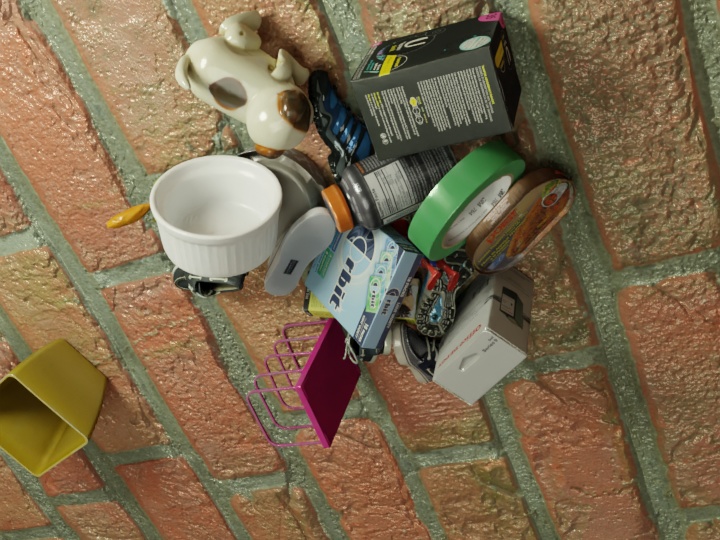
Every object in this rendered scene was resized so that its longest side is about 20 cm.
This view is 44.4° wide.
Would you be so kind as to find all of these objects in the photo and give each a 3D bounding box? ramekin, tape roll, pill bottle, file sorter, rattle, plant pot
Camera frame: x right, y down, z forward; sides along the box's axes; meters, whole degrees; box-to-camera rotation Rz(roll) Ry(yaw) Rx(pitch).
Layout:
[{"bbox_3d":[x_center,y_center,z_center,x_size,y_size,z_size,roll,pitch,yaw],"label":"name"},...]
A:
[{"bbox_3d":[-0.219,-0.081,1.363,0.199,0.201,0.098,12,133,8],"label":"ramekin"},{"bbox_3d":[0.158,-0.102,1.305,0.048,0.200,0.201,46,127,16],"label":"tape roll"},{"bbox_3d":[0.044,-0.128,1.330,0.199,0.106,0.107,-24,117,-4],"label":"pill bottle"},{"bbox_3d":[-0.103,0.201,1.584,0.125,0.200,0.139,-9,120,24],"label":"file sorter"},{"bbox_3d":[-0.305,-0.052,1.501,0.130,0.143,0.200,4,135,38],"label":"rattle"},{"bbox_3d":[-0.634,0.260,1.787,0.200,0.177,0.200,-34,108,31],"label":"plant pot"}]

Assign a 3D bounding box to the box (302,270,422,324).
[{"bbox_3d":[0.004,0.047,1.521,0.199,0.076,0.050,3,165,14],"label":"box"}]

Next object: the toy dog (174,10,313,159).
[{"bbox_3d":[-0.150,-0.261,1.277,0.200,0.194,0.140,45,117,12],"label":"toy dog"}]

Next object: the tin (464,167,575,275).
[{"bbox_3d":[0.242,-0.075,1.354,0.112,0.042,0.200,14,125,-48],"label":"tin"}]

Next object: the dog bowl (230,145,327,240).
[{"bbox_3d":[-0.144,-0.120,1.466,0.199,0.059,0.201,7,124,10],"label":"dog bowl"}]

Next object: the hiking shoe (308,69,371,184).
[{"bbox_3d":[-0.023,-0.222,1.370,0.086,0.074,0.201,-20,115,-3],"label":"hiking shoe"}]

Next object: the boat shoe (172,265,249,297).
[{"bbox_3d":[-0.272,0.016,1.558,0.075,0.061,0.200,22,155,-35],"label":"boat shoe"}]

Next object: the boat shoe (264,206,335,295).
[{"bbox_3d":[-0.106,-0.043,1.429,0.073,0.066,0.200,19,132,-28],"label":"boat shoe"}]

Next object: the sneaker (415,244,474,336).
[{"bbox_3d":[0.135,0.004,1.457,0.078,0.090,0.201,19,105,-10],"label":"sneaker"}]

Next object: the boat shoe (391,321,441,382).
[{"bbox_3d":[0.121,0.136,1.522,0.092,0.075,0.200,-11,154,16],"label":"boat shoe"}]

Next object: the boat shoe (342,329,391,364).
[{"bbox_3d":[0.006,0.124,1.522,0.061,0.200,0.075,3,86,-10],"label":"boat shoe"}]

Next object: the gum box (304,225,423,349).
[{"bbox_3d":[0.000,0.000,1.404,0.044,0.200,0.171,9,114,-38],"label":"gum box"}]

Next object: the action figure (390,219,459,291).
[{"bbox_3d":[0.068,-0.015,1.410,0.065,0.200,0.099,5,123,-36],"label":"action figure"}]

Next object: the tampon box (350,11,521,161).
[{"bbox_3d":[0.111,-0.261,1.243,0.199,0.150,0.127,-10,120,21],"label":"tampon box"}]

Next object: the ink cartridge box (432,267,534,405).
[{"bbox_3d":[0.200,0.097,1.425,0.084,0.200,0.146,34,126,-9],"label":"ink cartridge box"}]
